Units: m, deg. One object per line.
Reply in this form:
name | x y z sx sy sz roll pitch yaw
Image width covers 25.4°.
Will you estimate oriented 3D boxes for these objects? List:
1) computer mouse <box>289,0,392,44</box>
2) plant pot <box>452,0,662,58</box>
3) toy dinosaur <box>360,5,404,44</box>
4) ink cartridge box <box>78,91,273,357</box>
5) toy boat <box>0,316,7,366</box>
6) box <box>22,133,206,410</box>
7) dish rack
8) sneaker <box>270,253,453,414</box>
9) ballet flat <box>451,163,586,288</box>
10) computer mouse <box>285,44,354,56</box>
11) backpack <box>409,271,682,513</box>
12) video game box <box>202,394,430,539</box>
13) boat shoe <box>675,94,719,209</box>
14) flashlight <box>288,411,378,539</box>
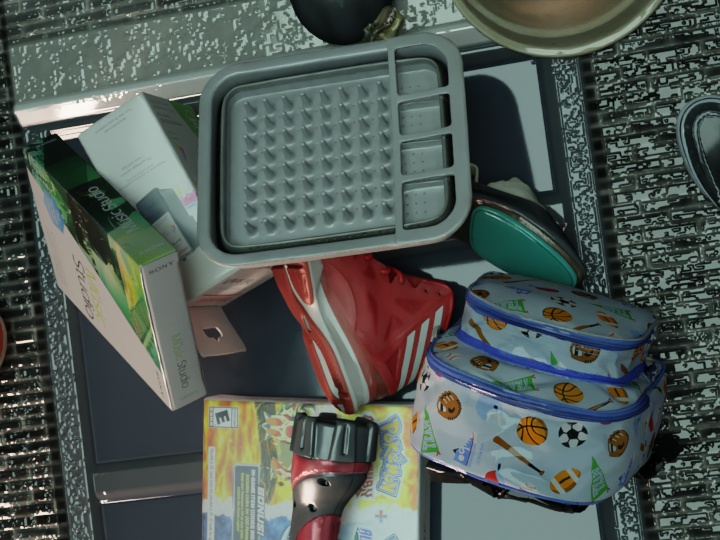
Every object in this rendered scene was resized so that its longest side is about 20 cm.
computer mouse | -0.032 -0.279 1.271 0.138 0.053 0.201 -14 81 13
plant pot | 0.131 -0.268 1.165 0.200 0.183 0.201 0 89 16
toy dinosaur | 0.020 -0.105 1.212 0.088 0.047 0.200 13 65 12
ink cartridge box | -0.130 -0.035 1.265 0.067 0.117 0.200 -31 83 12
toy boat | -0.387 0.101 1.324 0.130 0.131 0.200 20 94 15
box | -0.191 -0.001 1.235 0.036 0.145 0.200 -28 43 -24
dish rack | -0.018 -0.081 1.162 0.199 0.044 0.172 -7 64 10
sneaker | 0.000 0.000 1.241 0.115 0.078 0.201 -21 100 -21
ballet flat | 0.089 -0.051 1.231 0.200 0.073 0.073 22 94 14
computer mouse | -0.034 -0.078 1.278 0.109 0.044 0.201 -3 88 14
backpack | 0.128 0.090 1.145 0.199 0.190 0.154 10 110 16
video game box | -0.036 0.202 1.272 0.182 0.047 0.201 0 89 13
boat shoe | 0.299 -0.047 1.174 0.072 0.068 0.200 -33 81 12
flashlight | -0.028 0.210 1.213 0.068 0.068 0.201 5 89 12
